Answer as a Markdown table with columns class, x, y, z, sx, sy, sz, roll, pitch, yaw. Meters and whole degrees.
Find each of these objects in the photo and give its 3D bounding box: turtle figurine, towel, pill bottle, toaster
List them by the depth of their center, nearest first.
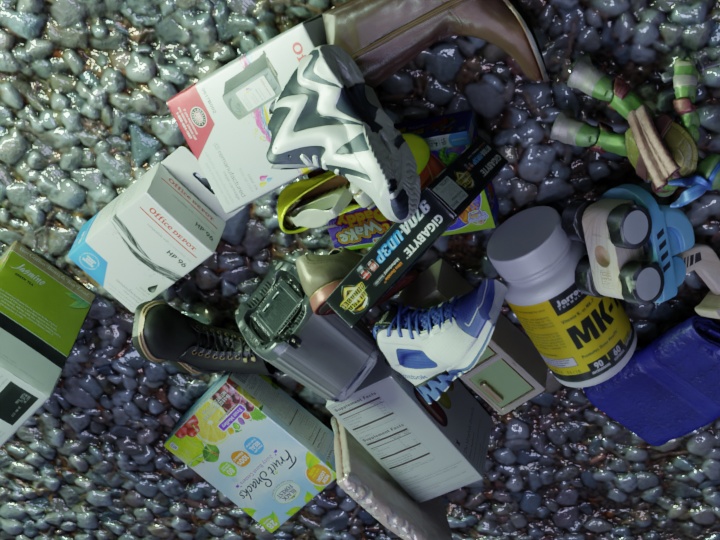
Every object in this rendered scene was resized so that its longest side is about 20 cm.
| class | x | y | z | sx | sy | sz | roll | pitch | yaw |
| --- | --- | --- | --- | --- | --- | --- | --- | --- | --- |
| turtle figurine | 0.317 | -0.158 | 1.481 | 0.193 | 0.201 | 0.144 | 27 | 157 | 17 |
| pill bottle | 0.233 | 0.030 | 1.620 | 0.114 | 0.115 | 0.201 | -21 | 121 | 26 |
| toaster | -0.060 | 0.077 | 1.682 | 0.129 | 0.200 | 0.114 | 38 | 90 | -26 |
| towel | 0.386 | 0.133 | 1.694 | 0.147 | 0.050 | 0.200 | 35 | 135 | -18 |
| towel | 0.040 | 0.286 | 1.820 | 0.200 | 0.191 | 0.032 | 41 | 103 | -18 |

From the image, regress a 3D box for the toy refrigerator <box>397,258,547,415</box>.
| class | x | y | z | sx | sy | sz | roll | pitch | yaw |
| --- | --- | --- | --- | --- | --- | --- | --- | --- | --- |
| toy refrigerator | 0.139 | 0.086 | 1.714 | 0.076 | 0.070 | 0.200 | -34 | 115 | 32 |

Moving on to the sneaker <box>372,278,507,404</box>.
| class | x | y | z | sx | sy | sz | roll | pitch | yaw |
| --- | --- | --- | --- | --- | --- | --- | --- | --- | --- |
| sneaker | 0.079 | 0.073 | 1.617 | 0.114 | 0.081 | 0.200 | 30 | 138 | -6 |

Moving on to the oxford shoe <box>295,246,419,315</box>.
| class | x | y | z | sx | sy | sz | roll | pitch | yaw |
| --- | --- | --- | --- | --- | --- | --- | --- | --- | --- |
| oxford shoe | 0.000 | 0.000 | 1.631 | 0.070 | 0.199 | 0.075 | -39 | 72 | 28 |

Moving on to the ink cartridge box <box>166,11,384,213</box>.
| class | x | y | z | sx | sy | sz | roll | pitch | yaw |
| --- | --- | --- | --- | --- | --- | --- | --- | --- | --- |
| ink cartridge box | -0.092 | -0.173 | 1.526 | 0.199 | 0.086 | 0.149 | -25 | 98 | 29 |

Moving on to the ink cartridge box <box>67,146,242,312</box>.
| class | x | y | z | sx | sy | sz | roll | pitch | yaw |
| --- | --- | --- | --- | --- | --- | --- | --- | --- | --- |
| ink cartridge box | -0.248 | -0.048 | 1.694 | 0.199 | 0.068 | 0.116 | -35 | 114 | 32 |

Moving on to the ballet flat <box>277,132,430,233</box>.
| class | x | y | z | sx | sy | sz | roll | pitch | yaw |
| --- | --- | --- | --- | --- | --- | --- | --- | --- | --- |
| ballet flat | -0.011 | -0.089 | 1.552 | 0.199 | 0.067 | 0.067 | -21 | 120 | 26 |

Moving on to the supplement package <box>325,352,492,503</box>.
| class | x | y | z | sx | sy | sz | roll | pitch | yaw |
| --- | --- | --- | --- | --- | --- | --- | --- | --- | --- |
| supplement package | 0.065 | 0.182 | 1.777 | 0.109 | 0.114 | 0.200 | -26 | 119 | 30 |

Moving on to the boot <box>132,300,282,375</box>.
| class | x | y | z | sx | sy | sz | roll | pitch | yaw |
| --- | --- | --- | --- | --- | --- | --- | --- | --- | --- |
| boot | -0.187 | 0.087 | 1.733 | 0.137 | 0.078 | 0.200 | 4 | 170 | 20 |

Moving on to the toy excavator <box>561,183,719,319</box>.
| class | x | y | z | sx | sy | sz | roll | pitch | yaw |
| --- | --- | --- | --- | --- | --- | --- | --- | --- | --- |
| toy excavator | 0.344 | -0.014 | 1.555 | 0.100 | 0.199 | 0.196 | 10 | 119 | 58 |

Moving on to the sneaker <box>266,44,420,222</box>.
| class | x | y | z | sx | sy | sz | roll | pitch | yaw |
| --- | --- | --- | --- | --- | --- | --- | --- | --- | --- |
| sneaker | -0.029 | -0.116 | 1.421 | 0.129 | 0.079 | 0.200 | -36 | 84 | 32 |

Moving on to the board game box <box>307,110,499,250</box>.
| class | x | y | z | sx | sy | sz | roll | pitch | yaw |
| --- | --- | --- | --- | --- | --- | --- | --- | --- | --- |
| board game box | 0.048 | -0.101 | 1.602 | 0.198 | 0.045 | 0.135 | -9 | 125 | 18 |

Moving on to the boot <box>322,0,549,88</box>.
| class | x | y | z | sx | sy | sz | roll | pitch | yaw |
| --- | --- | --- | --- | --- | --- | --- | --- | --- | --- |
| boot | 0.076 | -0.232 | 1.454 | 0.199 | 0.064 | 0.187 | -30 | 104 | 13 |

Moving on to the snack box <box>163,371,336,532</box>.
| class | x | y | z | sx | sy | sz | roll | pitch | yaw |
| --- | --- | --- | --- | --- | --- | --- | --- | --- | --- |
| snack box | -0.140 | 0.239 | 1.883 | 0.200 | 0.068 | 0.169 | 39 | 126 | -9 |

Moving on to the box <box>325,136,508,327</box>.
| class | x | y | z | sx | sy | sz | roll | pitch | yaw |
| --- | --- | --- | --- | --- | --- | --- | --- | --- | --- |
| box | 0.061 | -0.042 | 1.511 | 0.046 | 0.159 | 0.200 | 43 | 126 | 2 |

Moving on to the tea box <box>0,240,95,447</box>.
| class | x | y | z | sx | sy | sz | roll | pitch | yaw |
| --- | --- | --- | --- | --- | --- | --- | --- | --- | --- |
| tea box | -0.468 | 0.110 | 1.783 | 0.133 | 0.198 | 0.200 | 37 | 126 | -18 |
